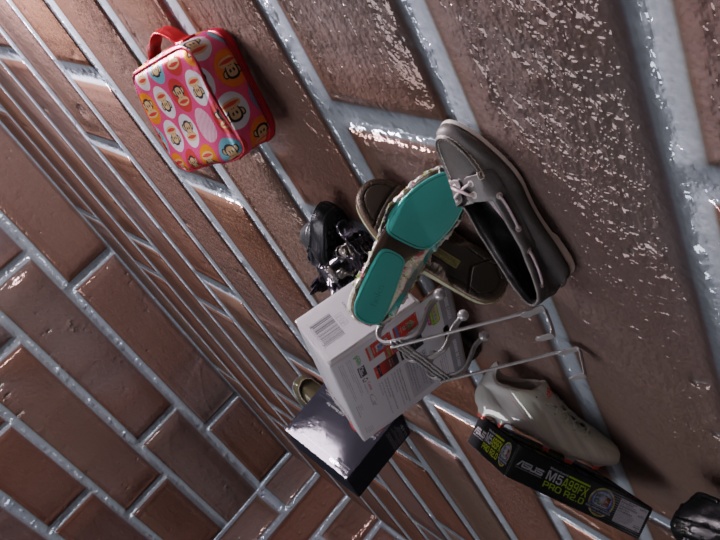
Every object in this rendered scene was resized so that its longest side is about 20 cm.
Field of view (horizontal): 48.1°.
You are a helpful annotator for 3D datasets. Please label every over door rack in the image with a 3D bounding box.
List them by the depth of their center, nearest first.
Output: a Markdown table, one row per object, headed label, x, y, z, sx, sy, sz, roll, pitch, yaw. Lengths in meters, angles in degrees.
| label | x | y | z | sx | sy | sz | roll | pitch | yaw |
| --- | --- | --- | --- | --- | --- | --- | --- | --- | --- |
| over door rack | 0.137 | 0.073 | 0.894 | 0.198 | 0.067 | 0.148 | -6 | 155 | 29 |

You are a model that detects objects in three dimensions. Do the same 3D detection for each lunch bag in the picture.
| label | x | y | z | sx | sy | sz | roll | pitch | yaw |
| --- | --- | --- | --- | --- | --- | --- | --- | --- | --- |
| lunch bag | -0.208 | -0.221 | 1.013 | 0.199 | 0.082 | 0.177 | 2 | 126 | 53 |

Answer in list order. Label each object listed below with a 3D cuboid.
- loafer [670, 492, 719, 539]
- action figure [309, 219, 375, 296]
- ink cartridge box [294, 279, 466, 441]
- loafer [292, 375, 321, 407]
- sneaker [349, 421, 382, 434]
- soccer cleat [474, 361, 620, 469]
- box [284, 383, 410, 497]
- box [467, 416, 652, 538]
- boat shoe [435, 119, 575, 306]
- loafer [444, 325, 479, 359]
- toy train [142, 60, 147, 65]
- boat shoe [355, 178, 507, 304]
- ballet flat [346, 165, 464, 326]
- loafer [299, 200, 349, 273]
| label | x | y | z | sx | sy | sz | roll | pitch | yaw |
| --- | --- | --- | --- | --- | --- | --- | --- | --- | --- |
| loafer | 0.420 | 0.278 | 0.832 | 0.200 | 0.070 | 0.068 | 6 | 139 | 55 |
| action figure | 0.000 | 0.000 | 1.047 | 0.102 | 0.118 | 0.200 | 56 | 157 | 14 |
| ink cartridge box | 0.033 | 0.094 | 1.011 | 0.084 | 0.175 | 0.201 | 47 | 165 | 36 |
| loafer | -0.089 | 0.341 | 2.058 | 0.200 | 0.075 | 0.070 | 43 | 150 | -14 |
| sneaker | 0.037 | 0.149 | 1.189 | 0.078 | 0.201 | 0.116 | 26 | 166 | 2 |
| soccer cleat | 0.243 | 0.187 | 1.036 | 0.199 | 0.078 | 0.069 | 24 | -167 | 14 |
| box | -0.029 | 0.352 | 1.762 | 0.199 | 0.182 | 0.104 | 31 | 158 | 34 |
| box | 0.255 | 0.266 | 1.056 | 0.199 | 0.045 | 0.160 | 27 | 179 | -8 |
| boat shoe | 0.129 | -0.051 | 0.760 | 0.200 | 0.057 | 0.067 | 49 | 161 | -16 |
| loafer | 0.114 | 0.132 | 1.163 | 0.073 | 0.071 | 0.200 | 40 | 161 | 9 |
| toy train | -0.235 | -0.231 | 1.155 | 0.200 | 0.042 | 0.056 | 40 | 172 | 10 |
| boat shoe | 0.077 | -0.026 | 0.918 | 0.200 | 0.072 | 0.076 | 41 | 177 | 12 |
| ballet flat | 0.046 | -0.031 | 0.844 | 0.075 | 0.201 | 0.064 | 33 | -161 | -6 |
| loafer | -0.056 | -0.044 | 1.139 | 0.070 | 0.068 | 0.201 | 30 | 163 | 12 |
